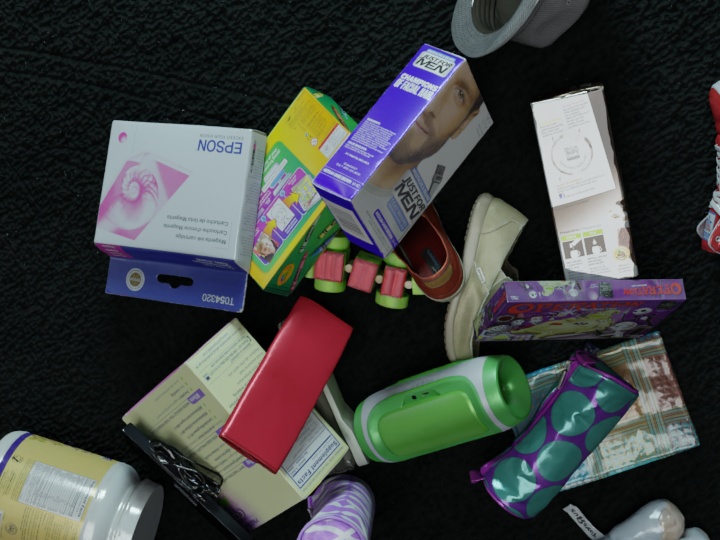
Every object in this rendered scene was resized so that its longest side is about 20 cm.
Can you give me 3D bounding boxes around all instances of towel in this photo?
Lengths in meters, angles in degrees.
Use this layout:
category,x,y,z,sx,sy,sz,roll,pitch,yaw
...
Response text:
category,x,y,z,sx,sy,sz,roll,pitch,yaw
towel,0.271,0.167,1.425,0.199,0.022,0.148,-20,98,14

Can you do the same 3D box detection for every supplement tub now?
category,x,y,z,sx,sy,sz,roll,pitch,yaw
supplement tub,-0.353,0.288,1.499,0.198,0.145,0.147,16,104,6

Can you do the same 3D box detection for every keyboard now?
category,x,y,z,sx,sy,sz,roll,pitch,yaw
keyboard,-0.187,0.241,1.415,0.200,0.104,0.040,41,70,5

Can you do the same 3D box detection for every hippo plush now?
category,x,y,z,sx,sy,sz,roll,pitch,yaw
hippo plush,0.311,0.348,1.383,0.199,0.161,0.160,33,106,2

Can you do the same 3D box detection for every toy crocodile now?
category,x,y,z,sx,sy,sz,roll,pitch,yaw
toy crocodile,0.000,0.000,1.416,0.198,0.062,0.068,13,104,8

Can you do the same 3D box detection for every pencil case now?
category,x,y,z,sx,sy,sz,roll,pitch,yaw
pencil case,-0.028,0.290,1.417,0.085,0.200,0.085,6,93,2
pencil case,0.217,0.181,1.383,0.092,0.085,0.201,31,105,-16

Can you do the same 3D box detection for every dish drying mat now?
category,x,y,z,sx,sy,sz,roll,pitch,yaw
dish drying mat,-0.080,0.123,1.369,0.077,0.201,0.018,35,147,-10

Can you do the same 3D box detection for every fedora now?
category,x,y,z,sx,sy,sz,roll,pitch,yaw
fedora,0.183,-0.303,1.287,0.090,0.177,0.201,16,103,-24

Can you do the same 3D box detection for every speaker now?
category,x,y,z,sx,sy,sz,roll,pitch,yaw
speaker,0.090,0.157,1.396,0.199,0.088,0.089,-22,98,34

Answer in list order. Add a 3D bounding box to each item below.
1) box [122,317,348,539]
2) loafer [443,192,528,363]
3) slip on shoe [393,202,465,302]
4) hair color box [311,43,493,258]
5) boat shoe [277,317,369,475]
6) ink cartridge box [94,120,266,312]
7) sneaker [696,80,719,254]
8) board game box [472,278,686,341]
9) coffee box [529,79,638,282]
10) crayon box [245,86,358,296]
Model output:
category,x,y,z,sx,sy,sz,roll,pitch,yaw
box,-0.146,0.187,1.428,0.200,0.097,0.176,49,136,-1
loafer,0.141,0.017,1.388,0.068,0.076,0.202,13,103,13
slip on shoe,0.049,-0.055,1.366,0.074,0.061,0.201,-33,64,5
hair color box,0.048,-0.126,1.309,0.065,0.109,0.200,26,72,36
boat shoe,-0.054,0.147,1.453,0.060,0.072,0.203,-23,101,9
ink cartridge box,-0.208,-0.064,1.398,0.195,0.043,0.202,6,86,26
sneaker,0.392,-0.093,1.321,0.112,0.071,0.201,-29,98,11
board game box,0.231,0.043,1.325,0.198,0.120,0.033,-1,63,-12
coffee box,0.239,-0.095,1.326,0.079,0.113,0.202,-11,100,12
crayon box,-0.071,-0.087,1.386,0.119,0.058,0.200,46,106,28
